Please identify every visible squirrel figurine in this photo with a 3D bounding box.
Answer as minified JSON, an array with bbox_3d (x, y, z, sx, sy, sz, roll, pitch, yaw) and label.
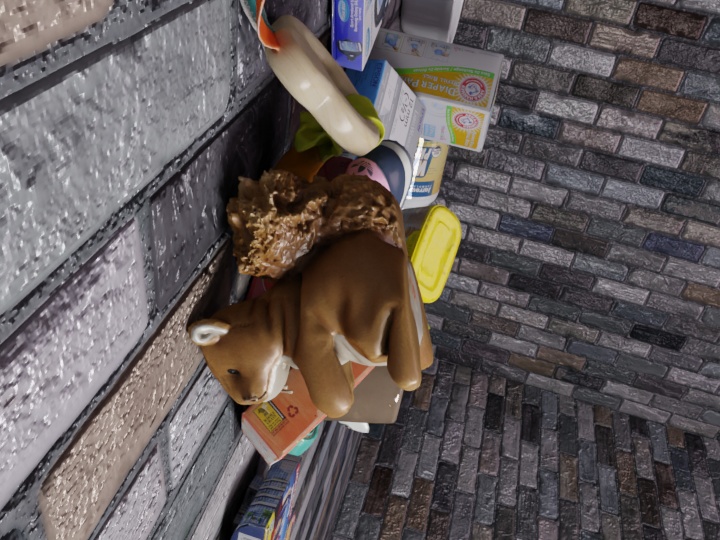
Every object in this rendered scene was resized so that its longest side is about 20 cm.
[{"bbox_3d":[-0.048,0.019,0.521,0.141,0.182,0.205,-31,110,-78],"label":"squirrel figurine"}]

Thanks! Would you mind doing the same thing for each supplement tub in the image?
[{"bbox_3d":[0.083,-0.204,1.130,0.145,0.141,0.204,-63,165,-59],"label":"supplement tub"}]

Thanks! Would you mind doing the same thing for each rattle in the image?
[{"bbox_3d":[-0.074,-0.135,0.495,0.199,0.140,0.133,5,67,-68],"label":"rattle"}]

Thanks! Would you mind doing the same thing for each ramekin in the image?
[{"bbox_3d":[0.138,-0.515,1.140,0.200,0.095,0.205,15,90,-82],"label":"ramekin"}]

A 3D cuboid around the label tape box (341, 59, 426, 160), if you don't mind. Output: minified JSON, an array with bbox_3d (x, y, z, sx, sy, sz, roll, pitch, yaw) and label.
[{"bbox_3d":[0.036,-0.171,0.858,0.199,0.065,0.147,25,79,-56],"label":"label tape box"}]

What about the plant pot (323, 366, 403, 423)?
[{"bbox_3d":[-0.019,0.129,0.875,0.200,0.170,0.205,14,90,-84],"label":"plant pot"}]

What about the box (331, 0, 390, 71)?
[{"bbox_3d":[0.008,-0.329,0.718,0.120,0.040,0.204,92,12,-60],"label":"box"}]

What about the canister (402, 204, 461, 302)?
[{"bbox_3d":[0.049,-0.025,0.969,0.198,0.086,0.151,0,-118,52],"label":"canister"}]

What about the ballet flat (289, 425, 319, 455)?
[{"bbox_3d":[-0.089,0.226,1.006,0.071,0.067,0.200,-52,-178,21],"label":"ballet flat"}]

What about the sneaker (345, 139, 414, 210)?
[{"bbox_3d":[-0.002,-0.026,0.633,0.082,0.069,0.204,-36,140,-50],"label":"sneaker"}]

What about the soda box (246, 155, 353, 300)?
[{"bbox_3d":[-0.061,-0.020,0.653,0.063,0.068,0.205,62,42,-78],"label":"soda box"}]

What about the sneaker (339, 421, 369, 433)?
[{"bbox_3d":[0.031,0.158,0.989,0.203,0.087,0.074,-59,178,-7],"label":"sneaker"}]

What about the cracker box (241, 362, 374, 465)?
[{"bbox_3d":[-0.059,0.133,0.659,0.134,0.058,0.200,-42,173,-21],"label":"cracker box"}]

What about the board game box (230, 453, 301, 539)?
[{"bbox_3d":[-0.135,0.355,0.849,0.200,0.060,0.205,-57,160,-71],"label":"board game box"}]

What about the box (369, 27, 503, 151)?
[{"bbox_3d":[0.107,-0.272,0.957,0.113,0.195,0.103,84,22,-70],"label":"box"}]

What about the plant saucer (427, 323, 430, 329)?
[{"bbox_3d":[0.000,0.000,0.794,0.048,0.201,0.200,-40,163,0],"label":"plant saucer"}]
